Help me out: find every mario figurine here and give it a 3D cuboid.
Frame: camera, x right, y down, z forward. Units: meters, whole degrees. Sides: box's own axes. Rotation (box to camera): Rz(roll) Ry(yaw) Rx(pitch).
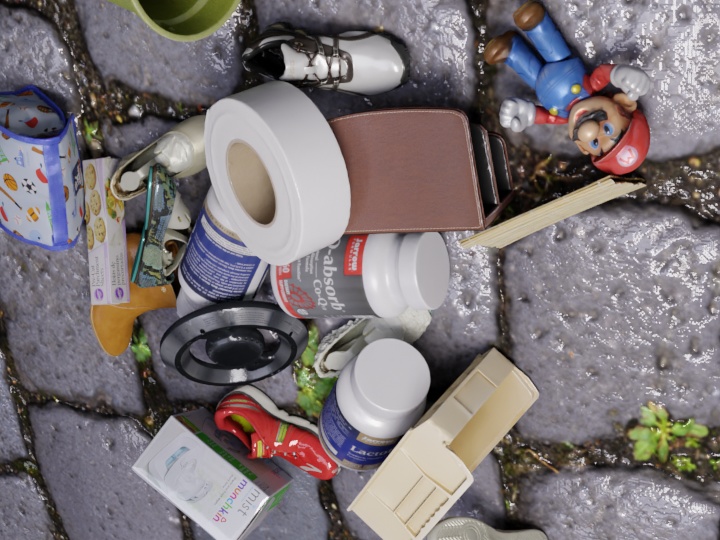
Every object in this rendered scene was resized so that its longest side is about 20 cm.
[{"bbox_3d":[0.213,-0.178,1.112,0.200,0.106,0.124,48,163,9],"label":"mario figurine"}]

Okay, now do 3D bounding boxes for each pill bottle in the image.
[{"bbox_3d":[-0.173,-0.017,1.420,0.111,0.111,0.201,35,127,9],"label":"pill bottle"},{"bbox_3d":[0.017,0.168,1.369,0.115,0.116,0.200,36,150,8],"label":"pill bottle"},{"bbox_3d":[0.000,0.000,1.327,0.199,0.116,0.117,-2,114,30],"label":"pill bottle"}]

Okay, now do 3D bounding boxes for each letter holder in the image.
[{"bbox_3d":[0.056,-0.126,1.239,0.199,0.101,0.143,-1,113,30],"label":"letter holder"}]

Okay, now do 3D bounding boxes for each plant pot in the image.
[{"bbox_3d":[-0.253,-0.375,1.241,0.183,0.200,0.202,18,124,34],"label":"plant pot"}]

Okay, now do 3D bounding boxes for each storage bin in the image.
[{"bbox_3d":[0.105,0.218,1.331,0.094,0.200,0.199,41,128,10],"label":"storage bin"}]

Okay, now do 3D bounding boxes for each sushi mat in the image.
[{"bbox_3d":[0.208,-0.061,1.193,0.199,0.095,0.012,-24,78,36],"label":"sushi mat"}]

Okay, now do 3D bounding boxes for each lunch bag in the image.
[{"bbox_3d":[-0.441,-0.137,1.474,0.200,0.123,0.171,36,134,45],"label":"lunch bag"}]

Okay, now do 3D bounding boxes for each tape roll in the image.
[{"bbox_3d":[-0.098,-0.111,1.247,0.202,0.071,0.204,38,142,38],"label":"tape roll"}]

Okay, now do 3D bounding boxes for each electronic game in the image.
[{"bbox_3d":[-0.167,0.098,1.454,0.200,0.199,0.042,-40,48,38],"label":"electronic game"}]

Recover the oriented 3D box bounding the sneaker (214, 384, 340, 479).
[{"bbox_3d":[-0.122,0.246,1.548,0.199,0.085,0.077,29,127,13],"label":"sneaker"}]

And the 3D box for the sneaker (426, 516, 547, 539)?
[{"bbox_3d":[0.151,0.366,1.412,0.199,0.075,0.084,18,149,-32],"label":"sneaker"}]

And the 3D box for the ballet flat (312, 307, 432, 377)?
[{"bbox_3d":[0.012,0.090,1.400,0.200,0.072,0.072,-35,96,38],"label":"ballet flat"}]

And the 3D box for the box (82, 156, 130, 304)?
[{"bbox_3d":[-0.349,-0.054,1.500,0.041,0.039,0.202,-2,91,32],"label":"box"}]

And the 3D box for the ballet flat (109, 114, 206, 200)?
[{"bbox_3d":[-0.258,-0.142,1.429,0.199,0.069,0.070,-24,102,36],"label":"ballet flat"}]

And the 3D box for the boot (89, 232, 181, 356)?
[{"bbox_3d":[-0.312,0.044,1.558,0.143,0.071,0.203,11,116,25],"label":"boot"}]

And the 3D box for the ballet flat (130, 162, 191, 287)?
[{"bbox_3d":[-0.255,-0.057,1.426,0.074,0.074,0.201,32,134,11],"label":"ballet flat"}]

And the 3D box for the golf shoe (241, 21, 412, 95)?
[{"bbox_3d":[-0.042,-0.231,1.241,0.199,0.094,0.078,9,118,24],"label":"golf shoe"}]

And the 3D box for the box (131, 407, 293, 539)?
[{"bbox_3d":[-0.203,0.289,1.537,0.176,0.200,0.097,37,90,8],"label":"box"}]
